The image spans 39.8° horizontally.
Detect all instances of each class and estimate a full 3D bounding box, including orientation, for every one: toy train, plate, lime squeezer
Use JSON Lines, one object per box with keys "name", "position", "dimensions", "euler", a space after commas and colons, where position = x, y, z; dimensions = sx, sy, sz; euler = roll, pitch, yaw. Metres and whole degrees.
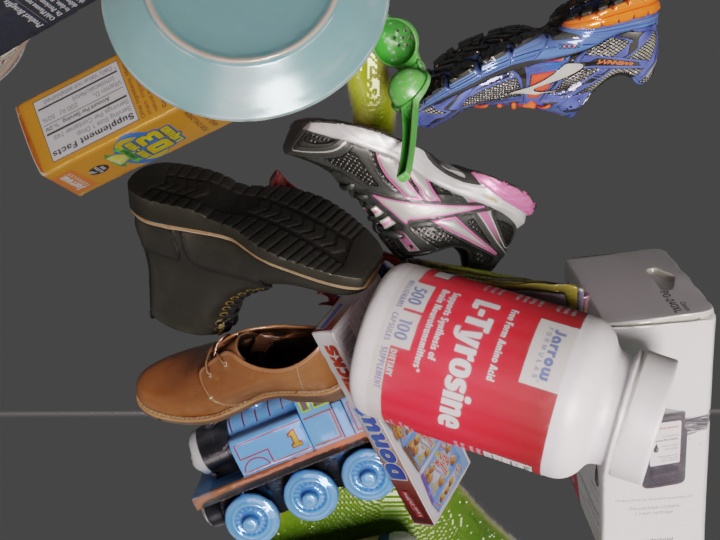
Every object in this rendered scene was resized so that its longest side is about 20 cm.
{"name": "toy train", "position": [-0.053, 0.147, 0.835], "dimensions": [0.200, 0.087, 0.114], "euler": [-22, 101, 8]}
{"name": "plate", "position": [-0.079, -0.198, 0.677], "dimensions": [0.200, 0.026, 0.201], "euler": [0, 76, 0]}
{"name": "lime squeezer", "position": [0.025, -0.151, 0.719], "dimensions": [0.038, 0.071, 0.200], "euler": [-22, 72, 18]}

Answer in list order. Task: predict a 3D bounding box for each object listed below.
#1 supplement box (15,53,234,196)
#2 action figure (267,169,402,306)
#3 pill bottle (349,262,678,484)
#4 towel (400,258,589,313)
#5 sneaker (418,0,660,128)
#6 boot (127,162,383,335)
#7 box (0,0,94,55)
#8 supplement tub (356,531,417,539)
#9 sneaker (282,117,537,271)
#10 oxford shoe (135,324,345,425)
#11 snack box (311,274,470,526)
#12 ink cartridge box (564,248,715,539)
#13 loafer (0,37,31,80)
{"name": "supplement box", "position": [-0.143, -0.128, 0.725], "dimensions": [0.200, 0.067, 0.069], "euler": [-23, 76, 8]}
{"name": "action figure", "position": [0.000, 0.000, 0.796], "dimensions": [0.200, 0.052, 0.065], "euler": [32, 119, -15]}
{"name": "pill bottle", "position": [0.103, 0.072, 0.673], "dimensions": [0.200, 0.112, 0.112], "euler": [16, 111, 18]}
{"name": "towel", "position": [0.101, 0.074, 0.782], "dimensions": [0.143, 0.023, 0.200], "euler": [9, 132, 16]}
{"name": "sneaker", "position": [0.132, -0.143, 0.738], "dimensions": [0.200, 0.075, 0.079], "euler": [-19, 113, 7]}
{"name": "boot", "position": [-0.080, 0.007, 0.756], "dimensions": [0.200, 0.077, 0.139], "euler": [22, 132, 22]}
{"name": "box", "position": [-0.229, -0.265, 0.612], "dimensions": [0.196, 0.124, 0.200], "euler": [-27, 78, 7]}
{"name": "supplement tub", "position": [-0.034, 0.316, 0.862], "dimensions": [0.200, 0.145, 0.145], "euler": [-13, 110, 3]}
{"name": "sneaker", "position": [0.032, -0.052, 0.755], "dimensions": [0.200, 0.080, 0.086], "euler": [21, 95, -8]}
{"name": "oxford shoe", "position": [-0.101, 0.073, 0.788], "dimensions": [0.200, 0.071, 0.071], "euler": [-13, 145, 21]}
{"name": "snack box", "position": [0.029, 0.103, 0.775], "dimensions": [0.024, 0.072, 0.200], "euler": [-4, 124, 38]}
{"name": "ink cartridge box", "position": [0.214, 0.099, 0.790], "dimensions": [0.083, 0.145, 0.200], "euler": [-5, 111, 1]}
{"name": "loafer", "position": [-0.258, -0.191, 0.710], "dimensions": [0.200, 0.063, 0.072], "euler": [-40, 107, 12]}
